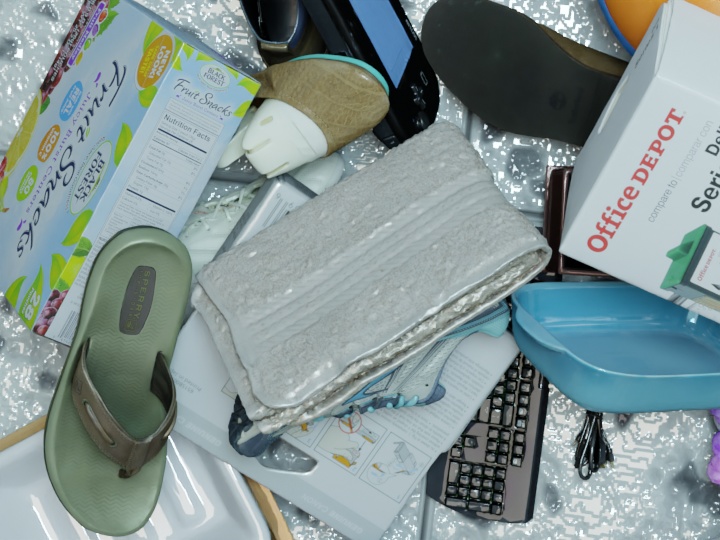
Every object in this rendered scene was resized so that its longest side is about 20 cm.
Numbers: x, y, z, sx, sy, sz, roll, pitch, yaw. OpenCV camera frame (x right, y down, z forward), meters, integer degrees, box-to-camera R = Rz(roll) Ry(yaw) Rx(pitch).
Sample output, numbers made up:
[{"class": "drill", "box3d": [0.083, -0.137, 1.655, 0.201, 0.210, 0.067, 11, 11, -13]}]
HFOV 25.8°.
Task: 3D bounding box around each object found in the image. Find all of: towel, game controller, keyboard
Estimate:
[{"class": "towel", "box3d": [0.000, 0.000, 0.932, 0.199, 0.035, 0.133, -33, 50, 0]}, {"class": "game controller", "box3d": [-0.003, -0.173, 1.003, 0.042, 0.105, 0.201, -14, 119, 32]}, {"class": "keyboard", "box3d": [0.116, 0.071, 1.068, 0.125, 0.021, 0.203, 7, 94, 6]}]

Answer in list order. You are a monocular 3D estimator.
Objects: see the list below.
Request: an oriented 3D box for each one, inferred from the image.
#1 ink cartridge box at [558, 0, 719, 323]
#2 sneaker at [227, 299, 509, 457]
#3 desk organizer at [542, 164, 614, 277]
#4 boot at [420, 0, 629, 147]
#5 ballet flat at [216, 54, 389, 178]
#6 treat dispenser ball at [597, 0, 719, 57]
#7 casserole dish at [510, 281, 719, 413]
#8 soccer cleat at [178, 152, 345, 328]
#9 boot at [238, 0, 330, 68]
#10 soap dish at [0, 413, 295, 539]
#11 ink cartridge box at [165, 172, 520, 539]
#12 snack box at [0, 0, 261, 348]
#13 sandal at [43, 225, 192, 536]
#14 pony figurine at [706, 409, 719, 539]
[{"class": "ink cartridge box", "box3d": [0.230, -0.043, 0.898, 0.198, 0.085, 0.147, 23, 134, -1]}, {"class": "sneaker", "box3d": [0.009, 0.062, 0.975, 0.199, 0.078, 0.087, -37, 110, 3]}, {"class": "desk organizer", "box3d": [0.220, -0.027, 1.013, 0.197, 0.077, 0.073, 3, 93, 0]}, {"class": "boot", "box3d": [0.133, -0.125, 1.041, 0.199, 0.075, 0.074, 28, 116, 19]}, {"class": "ballet flat", "box3d": [-0.064, -0.094, 1.004, 0.073, 0.199, 0.068, -52, 126, -24]}, {"class": "treat dispenser ball", "box3d": [0.237, -0.202, 0.952, 0.198, 0.201, 0.204, 0, 92, 6]}, {"class": "casserole dish", "box3d": [0.181, 0.050, 0.991, 0.198, 0.121, 0.039, -1, 118, -29]}, {"class": "soccer cleat", "box3d": [-0.098, -0.022, 1.060, 0.200, 0.069, 0.078, -40, 105, 10]}, {"class": "boot", "box3d": [-0.048, -0.228, 1.034, 0.074, 0.097, 0.203, -4, 92, 6]}, {"class": "soap dish", "box3d": [-0.160, 0.159, 1.071, 0.199, 0.081, 0.159, -28, 89, 6]}, {"class": "ink cartridge box", "box3d": [-0.022, 0.061, 1.030, 0.199, 0.044, 0.174, 33, 99, -15]}, {"class": "snack box", "box3d": [-0.166, -0.068, 1.018, 0.067, 0.169, 0.201, 23, 99, -35]}, {"class": "sandal", "box3d": [-0.144, 0.074, 0.953, 0.079, 0.057, 0.203, 1, 112, -25]}, {"class": "pony figurine", "box3d": [0.272, 0.179, 1.005, 0.199, 0.167, 0.193, 38, 64, 7]}]
